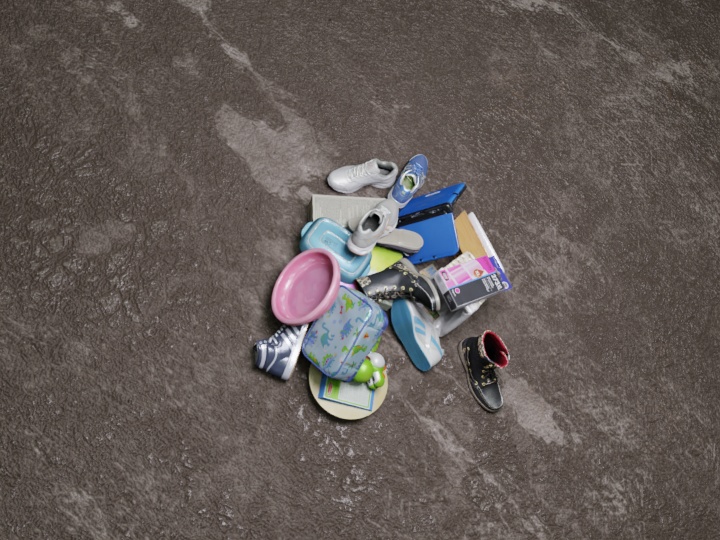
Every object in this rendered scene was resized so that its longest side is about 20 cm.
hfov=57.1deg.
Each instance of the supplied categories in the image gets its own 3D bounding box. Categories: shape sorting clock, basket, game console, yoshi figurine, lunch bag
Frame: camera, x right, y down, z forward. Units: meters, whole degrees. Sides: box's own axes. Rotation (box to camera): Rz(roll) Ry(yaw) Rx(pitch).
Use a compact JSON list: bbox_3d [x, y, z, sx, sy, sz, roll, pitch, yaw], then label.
[{"bbox_3d":[-0.030,0.266,1.618,0.200,0.039,0.200,10,61,-18],"label":"shape sorting clock"},{"bbox_3d":[0.235,0.059,1.669,0.123,0.200,0.136,-36,83,-27],"label":"basket"},{"bbox_3d":[0.192,-0.121,1.741,0.118,0.200,0.171,57,48,-20],"label":"game console"},{"bbox_3d":[0.002,0.187,1.593,0.112,0.112,0.200,-12,71,-10],"label":"yoshi figurine"},{"bbox_3d":[-0.040,0.143,1.546,0.161,0.082,0.200,33,94,42],"label":"lunch bag"}]

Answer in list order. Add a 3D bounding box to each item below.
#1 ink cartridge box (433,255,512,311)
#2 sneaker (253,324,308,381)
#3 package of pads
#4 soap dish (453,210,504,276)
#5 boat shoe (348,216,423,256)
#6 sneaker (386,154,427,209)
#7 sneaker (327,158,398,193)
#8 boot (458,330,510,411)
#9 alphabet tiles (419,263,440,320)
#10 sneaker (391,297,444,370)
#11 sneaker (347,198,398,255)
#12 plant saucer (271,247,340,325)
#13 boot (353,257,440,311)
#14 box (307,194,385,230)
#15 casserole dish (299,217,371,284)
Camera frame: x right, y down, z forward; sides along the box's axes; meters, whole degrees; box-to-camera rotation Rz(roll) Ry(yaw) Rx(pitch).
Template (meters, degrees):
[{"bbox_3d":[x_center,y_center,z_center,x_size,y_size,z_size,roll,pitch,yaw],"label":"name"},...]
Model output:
[{"bbox_3d":[0.275,0.023,1.571,0.200,0.037,0.095,-17,72,-32],"label":"ink cartridge box"},{"bbox_3d":[-0.192,0.155,1.601,0.108,0.070,0.200,19,70,-8],"label":"sneaker"},{"bbox_3d":[0.000,0.000,1.705,0.200,0.068,0.155,17,69,-9],"label":"package of pads"},{"bbox_3d":[0.296,-0.044,1.756,0.081,0.157,0.200,-24,78,-4],"label":"soap dish"},{"bbox_3d":[0.058,-0.080,1.688,0.200,0.063,0.073,15,52,-11],"label":"boat shoe"},{"bbox_3d":[0.145,-0.252,1.816,0.076,0.077,0.200,33,55,-8],"label":"sneaker"},{"bbox_3d":[0.009,-0.266,1.785,0.200,0.099,0.078,-11,74,-18],"label":"sneaker"},{"bbox_3d":[0.322,0.248,1.653,0.073,0.151,0.200,-14,75,-18],"label":"boot"},{"bbox_3d":[0.190,0.080,1.758,0.200,0.006,0.167,-32,82,-22],"label":"alphabet tiles"},{"bbox_3d":[0.144,0.149,1.676,0.081,0.076,0.200,-30,100,-39],"label":"sneaker"},{"bbox_3d":[0.046,-0.123,1.613,0.076,0.092,0.200,32,51,6],"label":"sneaker"},{"bbox_3d":[-0.122,0.044,1.572,0.051,0.200,0.201,39,59,-42],"label":"plant saucer"},{"bbox_3d":[0.087,0.055,1.598,0.153,0.074,0.204,-20,38,-17],"label":"boot"},{"bbox_3d":[-0.034,-0.140,1.741,0.199,0.078,0.095,3,71,-13],"label":"box"},{"bbox_3d":[-0.058,-0.055,1.649,0.200,0.039,0.121,36,69,-2],"label":"casserole dish"}]
